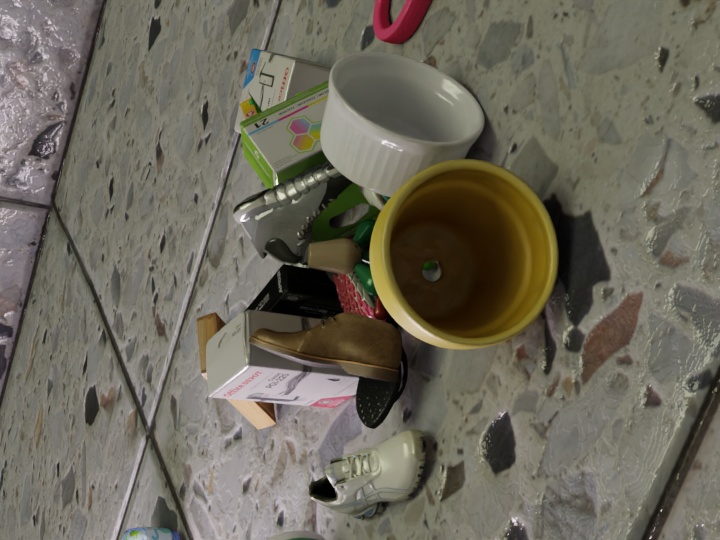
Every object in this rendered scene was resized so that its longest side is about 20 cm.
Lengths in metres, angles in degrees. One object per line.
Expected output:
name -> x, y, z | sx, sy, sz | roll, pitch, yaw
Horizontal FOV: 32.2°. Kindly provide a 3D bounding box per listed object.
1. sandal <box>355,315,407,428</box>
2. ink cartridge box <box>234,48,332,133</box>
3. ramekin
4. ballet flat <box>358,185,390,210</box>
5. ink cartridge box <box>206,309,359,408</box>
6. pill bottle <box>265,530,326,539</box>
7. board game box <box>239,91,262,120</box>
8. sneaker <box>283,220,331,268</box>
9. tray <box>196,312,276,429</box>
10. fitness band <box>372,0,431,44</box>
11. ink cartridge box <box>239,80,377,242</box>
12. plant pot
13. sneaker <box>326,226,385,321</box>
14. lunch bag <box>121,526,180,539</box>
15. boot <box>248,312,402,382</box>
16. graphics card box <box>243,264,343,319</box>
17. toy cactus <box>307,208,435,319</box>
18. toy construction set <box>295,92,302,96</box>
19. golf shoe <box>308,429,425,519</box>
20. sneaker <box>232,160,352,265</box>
sandal -> 0.036, 0.122, 1.626 | 0.075, 0.048, 0.201 | -37, 33, 35
ink cartridge box -> -0.123, -0.275, 2.034 | 0.200, 0.084, 0.147 | 30, 108, 62
ramekin -> 0.045, -0.177, 1.553 | 0.201, 0.199, 0.098 | -111, 32, -46
ballet flat -> 0.032, -0.125, 1.630 | 0.070, 0.069, 0.200 | -58, 8, 37
ink cartridge box -> -0.095, 0.124, 1.707 | 0.146, 0.199, 0.085 | -38, 48, 53
pill bottle -> -0.078, 0.458, 1.655 | 0.113, 0.112, 0.201 | -57, 34, 38
board game box -> -0.130, -0.170, 1.856 | 0.030, 0.096, 0.201 | -25, 55, 7
sneaker -> -0.060, -0.044, 1.869 | 0.082, 0.070, 0.201 | 13, 92, 42
tray -> -0.188, 0.156, 1.915 | 0.037, 0.200, 0.099 | -18, 54, 12
fitness band -> 0.065, -0.419, 1.768 | 0.201, 0.037, 0.144 | -63, 31, 32
ink cartridge box -> -0.052, -0.144, 1.707 | 0.200, 0.147, 0.076 | 53, 162, 29
plant pot -> 0.099, -0.009, 1.407 | 0.189, 0.200, 0.202 | 151, 126, -77
sneaker -> 0.000, 0.000, 1.692 | 0.200, 0.074, 0.081 | -114, 15, -48
lunch bag -> -0.384, 0.566, 2.253 | 0.161, 0.082, 0.201 | -27, 57, 59
boot -> -0.042, 0.087, 1.570 | 0.074, 0.199, 0.076 | 26, -106, -75
graphics card box -> -0.097, 0.068, 1.817 | 0.200, 0.125, 0.051 | -47, 41, 48
toy cactus -> 0.014, -0.014, 1.600 | 0.102, 0.164, 0.201 | 103, 167, -54
toy construction set -> -0.052, -0.195, 1.832 | 0.130, 0.092, 0.201 | -13, 59, 13
golf shoe -> 0.007, 0.259, 1.576 | 0.200, 0.097, 0.079 | -48, 38, 44
sneaker -> -0.060, -0.070, 1.628 | 0.199, 0.075, 0.116 | -21, 100, 25
